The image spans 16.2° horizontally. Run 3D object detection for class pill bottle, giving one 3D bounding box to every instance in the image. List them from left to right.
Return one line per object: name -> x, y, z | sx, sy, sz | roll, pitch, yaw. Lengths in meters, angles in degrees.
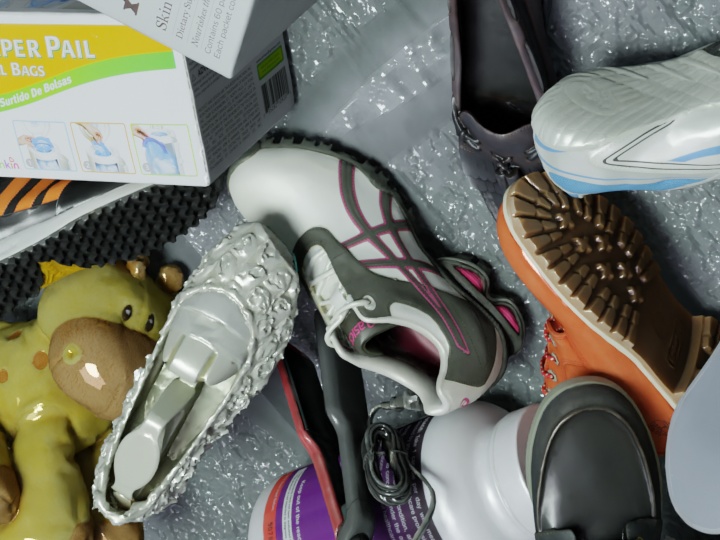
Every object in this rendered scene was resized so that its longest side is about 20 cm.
pill bottle -> 0.037, 0.145, 1.476 | 0.200, 0.112, 0.113 | -25, 104, 36

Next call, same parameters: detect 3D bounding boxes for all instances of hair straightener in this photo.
hair straightener -> 0.000, 0.093, 1.430 | 0.077, 0.200, 0.041 | -39, 127, 21

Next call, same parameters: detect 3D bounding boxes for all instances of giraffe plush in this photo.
giraffe plush -> -0.170, 0.063, 1.534 | 0.162, 0.172, 0.200 | -40, 59, 27

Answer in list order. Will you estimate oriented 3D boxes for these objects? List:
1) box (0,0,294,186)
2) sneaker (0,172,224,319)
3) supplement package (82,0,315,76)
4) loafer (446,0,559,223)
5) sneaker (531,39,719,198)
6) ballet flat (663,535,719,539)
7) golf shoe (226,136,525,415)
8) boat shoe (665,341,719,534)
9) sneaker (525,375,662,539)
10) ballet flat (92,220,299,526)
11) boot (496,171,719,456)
box -> -0.155, -0.118, 1.426 | 0.200, 0.113, 0.102 | 4, 118, 27
sneaker -> -0.180, -0.042, 1.455 | 0.200, 0.070, 0.090 | -25, 64, 3
supplement package -> -0.102, -0.230, 1.300 | 0.200, 0.151, 0.152 | 28, 127, 11
loafer -> 0.073, -0.096, 1.351 | 0.072, 0.063, 0.200 | 3, 118, 25
sneaker -> 0.189, -0.079, 1.300 | 0.199, 0.072, 0.073 | -7, 148, 17
ballet flat -> 0.141, 0.192, 1.444 | 0.200, 0.073, 0.073 | -14, 112, 7
golf shoe -> 0.000, 0.000, 1.430 | 0.200, 0.088, 0.077 | 37, 129, 6
boat shoe -> 0.223, 0.045, 1.323 | 0.074, 0.065, 0.200 | 32, 110, 31
sneaker -> 0.135, 0.162, 1.343 | 0.075, 0.106, 0.200 | -8, 110, -2
ballet flat -> -0.096, 0.067, 1.426 | 0.072, 0.072, 0.200 | 32, 113, 8
boot -> 0.122, 0.034, 1.381 | 0.107, 0.075, 0.200 | -21, 120, 42
